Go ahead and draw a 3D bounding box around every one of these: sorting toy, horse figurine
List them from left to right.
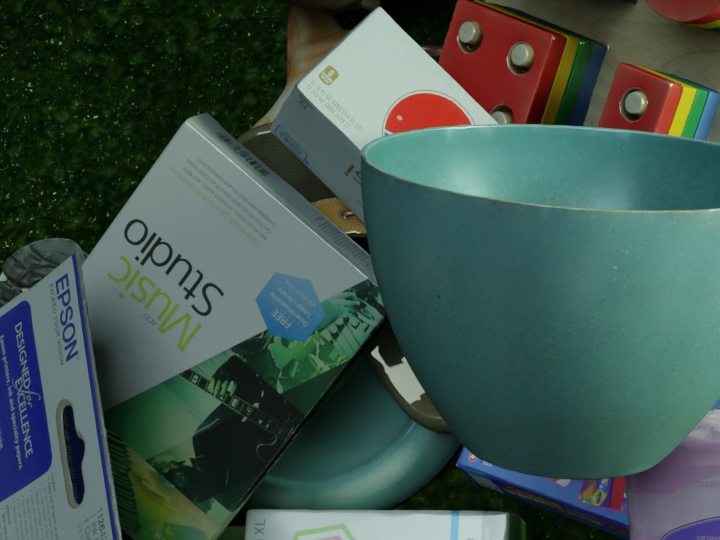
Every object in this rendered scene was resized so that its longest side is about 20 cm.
[{"bbox_3d":[-0.014,-0.074,1.321,0.132,0.050,0.201,23,77,16],"label":"horse figurine"},{"bbox_3d":[0.131,-0.130,1.188,0.199,0.069,0.200,28,105,40],"label":"sorting toy"}]

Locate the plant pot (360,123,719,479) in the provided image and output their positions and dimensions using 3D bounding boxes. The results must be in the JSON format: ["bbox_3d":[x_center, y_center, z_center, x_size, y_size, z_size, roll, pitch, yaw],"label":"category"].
[{"bbox_3d":[0.095,0.017,1.057,0.199,0.200,0.136,8,104,20],"label":"plant pot"}]

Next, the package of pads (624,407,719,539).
[{"bbox_3d":[0.193,0.160,1.117,0.120,0.076,0.202,-3,94,27],"label":"package of pads"}]

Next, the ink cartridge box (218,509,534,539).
[{"bbox_3d":[-0.011,0.181,1.224,0.199,0.059,0.105,-1,76,18],"label":"ink cartridge box"}]

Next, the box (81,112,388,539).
[{"bbox_3d":[-0.088,0.041,1.209,0.144,0.036,0.200,40,110,8],"label":"box"}]

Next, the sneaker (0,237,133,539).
[{"bbox_3d":[-0.137,0.076,1.296,0.076,0.089,0.201,-11,94,18],"label":"sneaker"}]

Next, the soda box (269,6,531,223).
[{"bbox_3d":[0.051,-0.034,1.178,0.200,0.064,0.068,45,67,0],"label":"soda box"}]

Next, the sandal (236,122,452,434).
[{"bbox_3d":[0.000,0.000,1.219,0.080,0.054,0.200,-40,78,11],"label":"sandal"}]

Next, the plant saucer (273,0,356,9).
[{"bbox_3d":[0.031,-0.204,1.294,0.200,0.200,0.035,-39,100,2],"label":"plant saucer"}]

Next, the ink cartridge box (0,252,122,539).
[{"bbox_3d":[-0.176,0.124,1.168,0.199,0.047,0.199,-31,59,34],"label":"ink cartridge box"}]

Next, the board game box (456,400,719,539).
[{"bbox_3d":[0.151,0.038,1.231,0.134,0.045,0.201,19,79,22],"label":"board game box"}]

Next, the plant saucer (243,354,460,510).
[{"bbox_3d":[-0.029,0.039,1.269,0.199,0.027,0.202,-1,88,17],"label":"plant saucer"}]
